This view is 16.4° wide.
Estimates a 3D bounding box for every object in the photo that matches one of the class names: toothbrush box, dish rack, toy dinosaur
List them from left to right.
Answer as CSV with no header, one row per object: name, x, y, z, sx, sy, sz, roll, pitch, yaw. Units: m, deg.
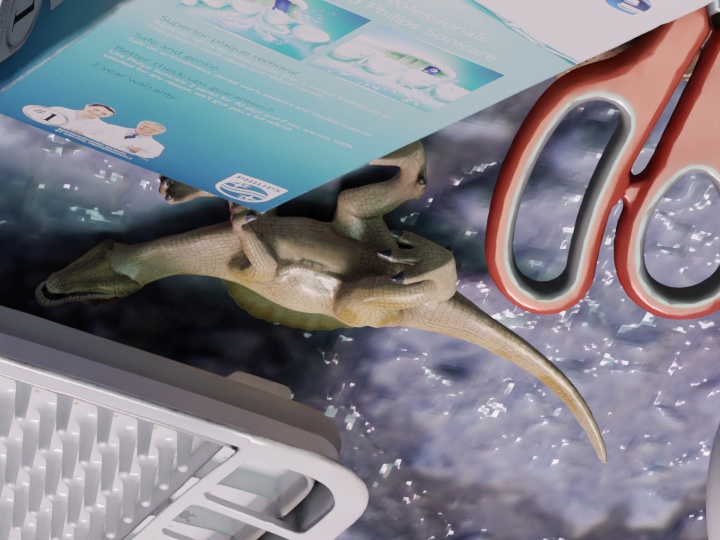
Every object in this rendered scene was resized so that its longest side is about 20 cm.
dish rack,-0.114,0.062,0.846,0.200,0.044,0.172,19,145,-23
toy dinosaur,0.000,0.000,0.808,0.200,0.058,0.101,14,150,-8
toothbrush box,0.003,-0.112,0.553,0.085,0.146,0.200,20,158,-24

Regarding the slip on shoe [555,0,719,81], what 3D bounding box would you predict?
slip on shoe,0.067,-0.076,0.670,0.200,0.061,0.076,13,138,8

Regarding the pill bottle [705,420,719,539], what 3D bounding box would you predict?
pill bottle,0.223,0.076,0.800,0.200,0.114,0.114,-5,145,41

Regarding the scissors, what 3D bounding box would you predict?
scissors,0.090,-0.074,0.632,0.073,0.014,0.200,15,110,-8
